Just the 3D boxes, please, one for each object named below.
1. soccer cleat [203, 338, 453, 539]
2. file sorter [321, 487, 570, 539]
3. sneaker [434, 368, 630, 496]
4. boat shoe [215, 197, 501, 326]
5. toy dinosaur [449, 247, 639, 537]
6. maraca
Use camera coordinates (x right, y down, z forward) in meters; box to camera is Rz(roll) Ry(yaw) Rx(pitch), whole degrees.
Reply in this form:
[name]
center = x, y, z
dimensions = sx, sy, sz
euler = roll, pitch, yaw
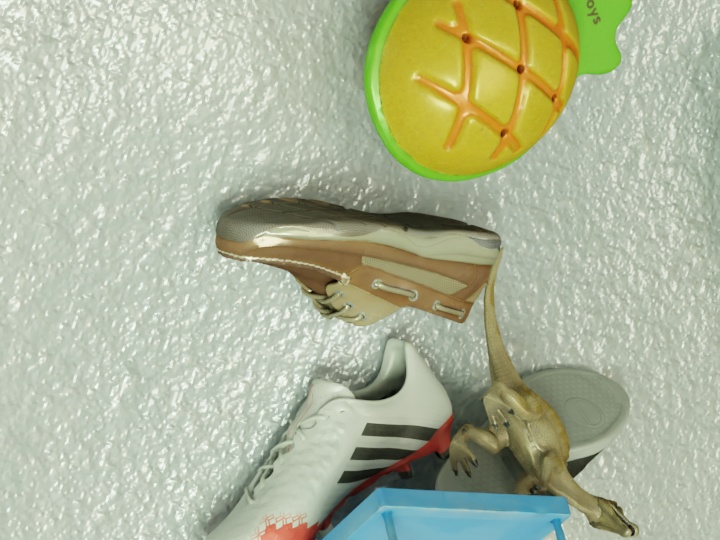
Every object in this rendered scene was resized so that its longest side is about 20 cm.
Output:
[soccer cleat]
center = -0.027, 0.115, 1.521
dimensions = 0.200, 0.069, 0.085
euler = -31, 109, -28
[file sorter]
center = 0.031, 0.231, 1.484
dimensions = 0.139, 0.200, 0.123
euler = 6, 54, -34
[sneaker]
center = 0.102, 0.138, 1.617
dimensions = 0.200, 0.071, 0.099
euler = -35, 152, -45
[boat shoe]
center = 0.000, 0.000, 1.503
dimensions = 0.200, 0.076, 0.072
euler = 6, 100, -33
[toy dinosaur]
center = 0.097, 0.092, 1.542
dimensions = 0.101, 0.058, 0.200
euler = -20, 81, -58
[maraca]
center = 0.085, -0.137, 1.503
dimensions = 0.200, 0.107, 0.137
euler = -35, 118, -23
